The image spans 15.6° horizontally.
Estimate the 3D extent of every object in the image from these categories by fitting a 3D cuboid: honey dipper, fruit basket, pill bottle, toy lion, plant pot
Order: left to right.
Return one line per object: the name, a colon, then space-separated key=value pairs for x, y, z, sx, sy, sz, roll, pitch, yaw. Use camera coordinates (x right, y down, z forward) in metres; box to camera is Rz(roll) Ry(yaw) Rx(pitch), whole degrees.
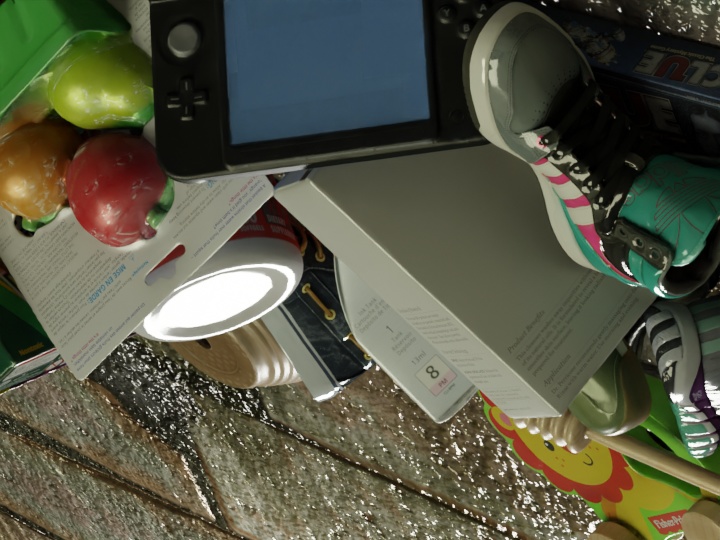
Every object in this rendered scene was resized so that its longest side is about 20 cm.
fruit basket: x=-0.155 y=-0.068 z=1.548 sx=0.185 sy=0.094 sz=0.200 roll=-44 pitch=75 yaw=26
pill bottle: x=-0.118 y=-0.067 z=1.632 sx=0.116 sy=0.116 sz=0.200 roll=105 pitch=147 yaw=-64
plant pot: x=-0.088 y=0.018 z=1.883 sx=0.201 sy=0.093 sz=0.201 roll=33 pitch=155 yaw=17
toy lion: x=0.165 y=0.112 z=1.737 sx=0.192 sy=0.069 sz=0.200 roll=51 pitch=154 yaw=-8
honey dipper: x=0.187 y=0.118 z=1.635 sx=0.200 sy=0.038 sz=0.038 roll=24 pitch=152 yaw=28

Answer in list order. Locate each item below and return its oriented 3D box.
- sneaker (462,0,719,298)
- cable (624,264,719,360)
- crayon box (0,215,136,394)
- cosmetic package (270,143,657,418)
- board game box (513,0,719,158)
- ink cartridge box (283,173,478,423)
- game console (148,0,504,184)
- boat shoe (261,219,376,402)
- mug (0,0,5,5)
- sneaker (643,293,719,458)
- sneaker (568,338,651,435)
sneaker: x=0.136 y=-0.053 z=1.362 sx=0.121 sy=0.084 sz=0.200 roll=23 pitch=159 yaw=43
cable: x=0.156 y=0.031 z=1.604 sx=0.097 sy=0.050 sz=0.200 roll=54 pitch=154 yaw=-12
crayon box: x=-0.207 y=-0.028 z=1.659 sx=0.058 sy=0.200 sz=0.173 roll=-42 pitch=79 yaw=40
cosmetic package: x=0.062 y=-0.021 z=1.485 sx=0.200 sy=0.113 sz=0.081 roll=44 pitch=164 yaw=-9
board game box: x=0.147 y=-0.079 z=1.452 sx=0.200 sy=0.035 sz=0.136 roll=19 pitch=149 yaw=38
ink cartridge box: x=0.000 y=0.000 z=1.668 sx=0.200 sy=0.057 sz=0.163 roll=42 pitch=-171 yaw=-2
game console: x=-0.031 y=-0.151 z=1.385 sx=0.200 sy=0.171 sz=0.118 roll=-7 pitch=165 yaw=14
boat shoe: x=-0.040 y=-0.008 z=1.767 sx=0.200 sy=0.091 sz=0.071 roll=57 pitch=180 yaw=-33
mug: x=-0.243 y=-0.222 z=1.606 sx=0.153 sy=0.187 sz=0.149 roll=42 pitch=-165 yaw=15
sneaker: x=0.222 y=0.059 z=1.551 sx=0.200 sy=0.087 sz=0.074 roll=52 pitch=-158 yaw=-73
sneaker: x=0.083 y=0.027 z=1.585 sx=0.200 sy=0.090 sz=0.067 roll=55 pitch=142 yaw=14
